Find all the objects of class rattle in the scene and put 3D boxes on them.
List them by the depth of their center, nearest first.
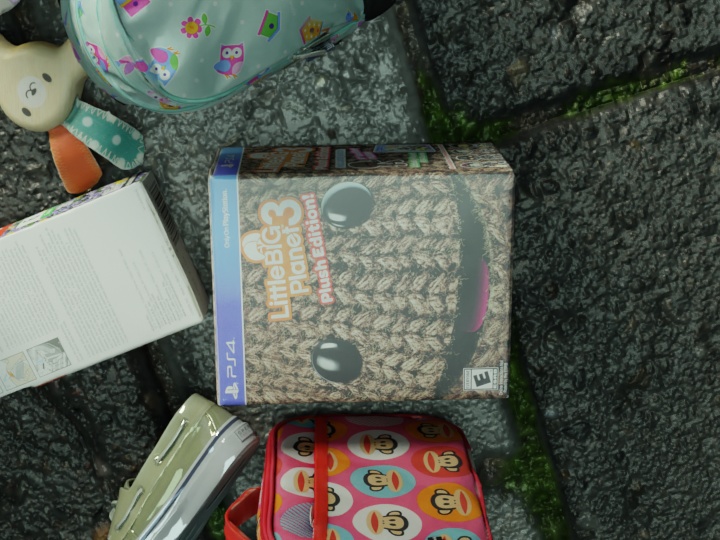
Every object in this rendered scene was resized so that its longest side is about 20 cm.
[{"bbox_3d":[-0.214,-0.135,0.804,0.129,0.143,0.201,-6,104,-3],"label":"rattle"}]

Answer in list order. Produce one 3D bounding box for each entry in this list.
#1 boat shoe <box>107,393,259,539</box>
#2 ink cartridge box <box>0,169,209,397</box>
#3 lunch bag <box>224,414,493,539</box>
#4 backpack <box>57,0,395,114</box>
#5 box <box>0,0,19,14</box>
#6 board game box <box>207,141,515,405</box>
[{"bbox_3d":[-0.152,0.180,0.941,0.062,0.072,0.200,39,98,13],"label":"boat shoe"},{"bbox_3d":[-0.220,0.017,0.894,0.199,0.050,0.109,-21,106,5],"label":"ink cartridge box"},{"bbox_3d":[-0.005,0.171,0.868,0.175,0.200,0.082,1,110,-3],"label":"lunch bag"},{"bbox_3d":[-0.088,-0.183,0.774,0.200,0.126,0.167,-34,108,-16],"label":"backpack"},{"bbox_3d":[-0.170,-0.233,0.767,0.041,0.039,0.200,49,57,-24],"label":"box"},{"bbox_3d":[0.000,0.000,0.872,0.199,0.097,0.160,-2,106,-2],"label":"board game box"}]
